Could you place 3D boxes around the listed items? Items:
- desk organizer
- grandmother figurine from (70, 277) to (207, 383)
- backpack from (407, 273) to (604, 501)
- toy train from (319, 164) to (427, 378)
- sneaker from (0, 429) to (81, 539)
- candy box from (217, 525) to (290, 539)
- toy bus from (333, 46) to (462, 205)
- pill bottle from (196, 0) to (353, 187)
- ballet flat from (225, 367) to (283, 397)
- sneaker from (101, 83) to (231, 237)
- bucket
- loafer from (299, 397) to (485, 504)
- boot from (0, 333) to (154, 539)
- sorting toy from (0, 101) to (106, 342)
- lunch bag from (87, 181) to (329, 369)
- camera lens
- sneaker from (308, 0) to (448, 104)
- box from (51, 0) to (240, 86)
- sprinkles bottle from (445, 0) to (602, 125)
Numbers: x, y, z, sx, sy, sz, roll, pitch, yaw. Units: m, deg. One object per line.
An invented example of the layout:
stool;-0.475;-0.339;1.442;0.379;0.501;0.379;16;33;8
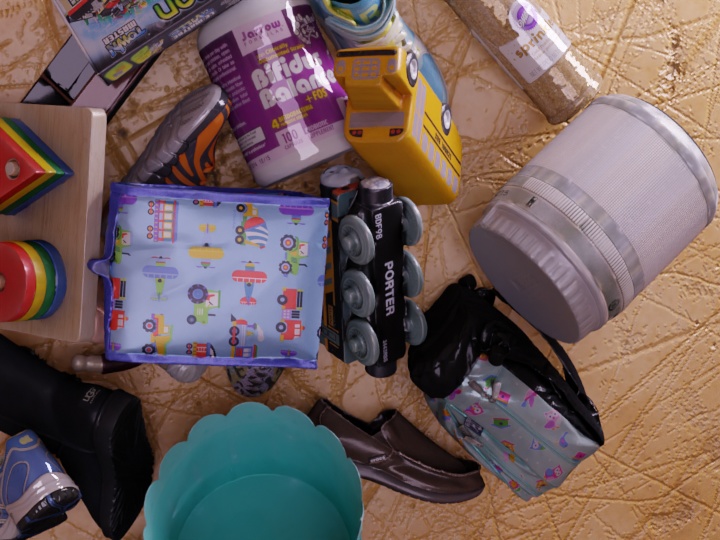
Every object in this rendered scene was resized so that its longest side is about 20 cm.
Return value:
desk organizer;-0.246;-0.182;1.248;0.077;0.072;0.200;37;92;-9
grandmother figurine;-0.232;0.045;1.290;0.199;0.061;0.122;29;83;-13
backpack;0.139;0.121;1.311;0.200;0.167;0.127;43;108;-14
toy train;0.000;0.000;1.263;0.085;0.114;0.201;-22;123;-32
sneaker;-0.311;0.205;1.251;0.075;0.200;0.077;-22;78;-37
candy box;-0.149;0.351;1.296;0.198;0.072;0.169;-10;63;-6
toy bus;0.035;-0.129;1.228;0.065;0.200;0.079;2;73;21
pill bottle;-0.082;-0.187;1.242;0.112;0.112;0.201;-24;93;-3
ballet flat;-0.088;0.029;1.300;0.071;0.072;0.202;12;97;-9
sneaker;-0.151;-0.079;1.257;0.112;0.078;0.200;31;127;-19
bucket;-0.091;0.240;1.238;0.205;0.135;0.209;-1;60;1
loafer;0.033;0.174;1.334;0.198;0.073;0.072;16;95;-10
boot;-0.285;0.154;1.285;0.167;0.077;0.201;22;139;16
sorting toy;-0.323;-0.048;1.196;0.198;0.069;0.202;7;96;33
lunch bag;-0.137;0.004;1.187;0.198;0.094;0.152;2;96;-23
camera lens;0.220;-0.051;1.267;0.200;0.160;0.160;-43;102;-13
sneaker;0.017;-0.212;1.248;0.079;0.131;0.200;-42;102;-1
box;-0.167;-0.261;1.182;0.199;0.035;0.110;-33;79;0
sprinkles bottle;0.143;-0.232;1.293;0.068;0.068;0.200;-43;102;0
